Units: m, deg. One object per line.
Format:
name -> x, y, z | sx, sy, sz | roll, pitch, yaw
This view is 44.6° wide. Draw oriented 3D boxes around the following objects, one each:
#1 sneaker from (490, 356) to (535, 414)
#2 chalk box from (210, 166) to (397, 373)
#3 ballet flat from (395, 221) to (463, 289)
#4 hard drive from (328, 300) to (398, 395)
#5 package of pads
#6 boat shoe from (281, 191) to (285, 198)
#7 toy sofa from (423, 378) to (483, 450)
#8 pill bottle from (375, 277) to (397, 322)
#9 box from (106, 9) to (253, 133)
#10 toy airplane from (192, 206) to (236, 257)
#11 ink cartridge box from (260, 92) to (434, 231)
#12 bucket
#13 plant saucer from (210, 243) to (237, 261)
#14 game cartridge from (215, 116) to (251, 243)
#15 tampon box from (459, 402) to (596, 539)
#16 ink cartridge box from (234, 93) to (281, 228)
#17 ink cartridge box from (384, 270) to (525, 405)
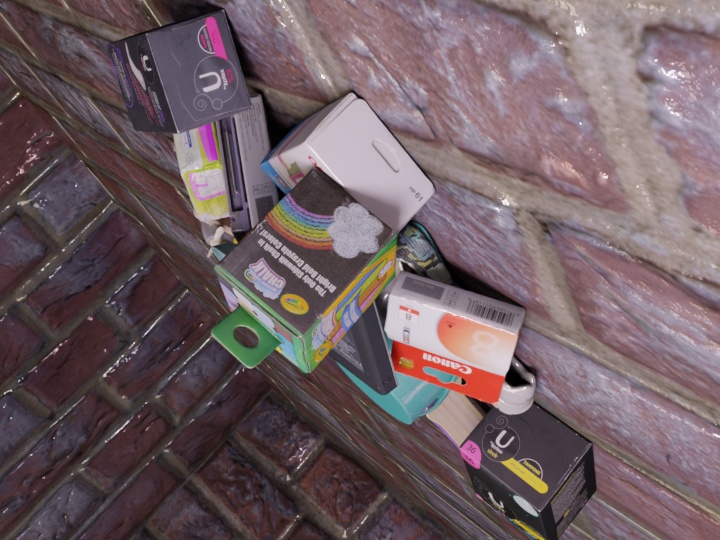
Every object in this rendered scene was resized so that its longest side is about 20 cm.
sneaker -> 0.159, 0.111, 1.194 | 0.199, 0.075, 0.087 | 33, 155, 10
chalk box -> -0.069, 0.018, 0.936 | 0.125, 0.200, 0.124 | 39, 163, 16
ballet flat -> 0.093, 0.028, 1.122 | 0.200, 0.074, 0.074 | 51, 164, -25
hard drive -> -0.022, 0.054, 1.136 | 0.139, 0.033, 0.201 | 32, 147, 46
package of pads -> -0.237, -0.175, 1.328 | 0.200, 0.068, 0.156 | 96, 160, -73
boat shoe -> -0.092, -0.120, 1.237 | 0.200, 0.071, 0.068 | -177, 74, -70
toy sofa -> 0.174, 0.256, 1.467 | 0.200, 0.098, 0.083 | 48, 164, -17
pill bottle -> 0.000, 0.000, 1.209 | 0.200, 0.111, 0.111 | 36, 163, 28
box -> -0.231, -0.246, 1.104 | 0.200, 0.105, 0.123 | 19, 129, 60
toy airplane -> -0.195, -0.056, 1.514 | 0.199, 0.142, 0.199 | 32, -174, -8
ink cartridge box -> -0.021, -0.109, 1.020 | 0.145, 0.085, 0.200 | 48, 163, -14
bucket -> 0.057, 0.129, 1.357 | 0.207, 0.135, 0.207 | 42, 166, 13
plant saucer -> -0.113, 0.029, 1.149 | 0.200, 0.036, 0.200 | 43, 169, 10
game cartridge -> -0.171, -0.133, 1.232 | 0.130, 0.038, 0.202 | 70, -171, -77
tampon box -> 0.254, 0.301, 1.315 | 0.149, 0.126, 0.200 | 34, 162, 32
ink cartridge box -> -0.128, -0.107, 1.183 | 0.174, 0.043, 0.202 | 83, 176, -75
ink cartridge box -> 0.108, 0.102, 1.103 | 0.161, 0.050, 0.201 | 17, 136, 12
